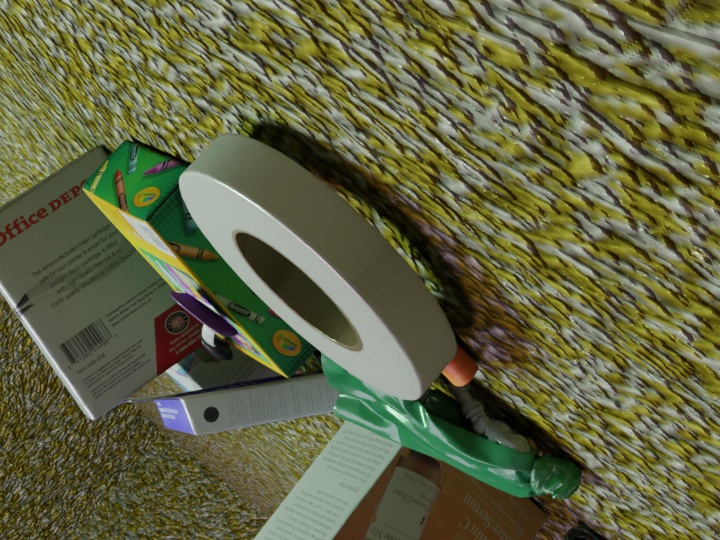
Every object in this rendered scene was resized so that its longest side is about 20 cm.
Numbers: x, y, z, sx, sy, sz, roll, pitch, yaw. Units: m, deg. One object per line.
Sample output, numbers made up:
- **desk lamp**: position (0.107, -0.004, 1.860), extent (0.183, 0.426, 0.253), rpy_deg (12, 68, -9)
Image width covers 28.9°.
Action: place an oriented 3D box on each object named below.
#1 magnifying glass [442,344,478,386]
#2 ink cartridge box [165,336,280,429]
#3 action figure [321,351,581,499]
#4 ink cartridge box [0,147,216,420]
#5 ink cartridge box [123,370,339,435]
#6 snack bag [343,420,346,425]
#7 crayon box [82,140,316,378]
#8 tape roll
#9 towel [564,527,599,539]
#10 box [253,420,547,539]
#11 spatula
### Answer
- **magnifying glass**: position (0.000, 0.000, 0.892), extent (0.200, 0.022, 0.080), rpy_deg (44, 166, -11)
- **ink cartridge box**: position (-0.189, 0.057, 1.465), extent (0.200, 0.085, 0.144), rpy_deg (51, 164, -30)
- **action figure**: position (0.066, 0.110, 0.981), extent (0.200, 0.055, 0.118), rpy_deg (26, 159, 28)
- **ink cartridge box**: position (-0.242, 0.011, 1.260), extent (0.200, 0.144, 0.084), rpy_deg (57, 165, -8)
- **ink cartridge box**: position (-0.129, 0.128, 1.320), extent (0.198, 0.199, 0.044), rpy_deg (161, 103, -74)
- **snack bag**: position (-0.019, 0.236, 1.274), extent (0.021, 0.189, 0.200), rpy_deg (12, 143, 13)
- **crayon box**: position (-0.123, -0.008, 1.130), extent (0.119, 0.058, 0.200), rpy_deg (25, 159, 51)
- **tape roll**: position (-0.028, 0.000, 0.860), extent (0.203, 0.037, 0.203), rpy_deg (39, 164, 13)
- **towel**: position (0.238, 0.280, 1.108), extent (0.146, 0.022, 0.200), rpy_deg (32, 165, 35)
- **box**: position (0.023, 0.221, 1.122), extent (0.152, 0.200, 0.106), rpy_deg (46, 162, -23)
- **spatula**: position (-0.121, 0.051, 1.135), extent (0.056, 0.021, 0.200), rpy_deg (37, 168, 8)
